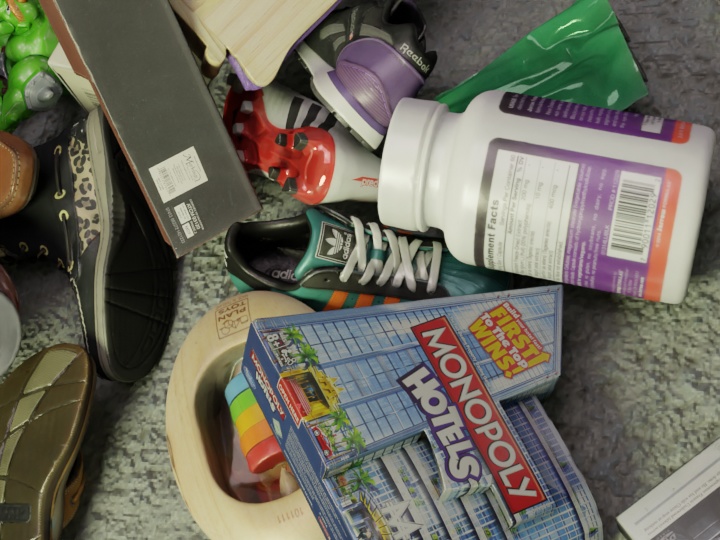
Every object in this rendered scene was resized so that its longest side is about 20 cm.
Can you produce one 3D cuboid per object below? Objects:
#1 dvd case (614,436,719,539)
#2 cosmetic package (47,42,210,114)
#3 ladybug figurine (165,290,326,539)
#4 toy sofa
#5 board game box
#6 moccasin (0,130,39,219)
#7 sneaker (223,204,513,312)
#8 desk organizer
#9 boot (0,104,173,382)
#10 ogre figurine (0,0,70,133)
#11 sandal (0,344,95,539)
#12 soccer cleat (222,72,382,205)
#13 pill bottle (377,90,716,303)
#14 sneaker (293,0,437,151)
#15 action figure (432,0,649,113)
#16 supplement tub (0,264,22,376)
[{"bbox_3d":[0.259,0.173,0.872,0.150,0.025,0.201,-37,55,0],"label":"dvd case"},{"bbox_3d":[-0.147,-0.206,1.198,0.070,0.105,0.202,16,67,27],"label":"cosmetic package"},{"bbox_3d":[-0.055,0.104,1.005,0.134,0.072,0.202,-22,57,8],"label":"ladybug figurine"},{"bbox_3d":[-0.047,-0.220,1.107,0.098,0.083,0.200,45,83,-8],"label":"toy sofa"},{"bbox_3d":[0.059,0.094,0.932,0.198,0.062,0.201,-19,63,-23],"label":"board game box"},{"bbox_3d":[-0.314,-0.083,1.131,0.200,0.077,0.075,20,95,32],"label":"moccasin"},{"bbox_3d":[0.000,0.000,1.035,0.197,0.080,0.072,0,63,19],"label":"sneaker"},{"bbox_3d":[-0.148,-0.120,1.079,0.071,0.202,0.077,-29,22,-15],"label":"desk organizer"},{"bbox_3d":[-0.218,-0.009,1.141,0.152,0.073,0.206,-14,74,32],"label":"boot"},{"bbox_3d":[-0.277,-0.170,1.238,0.119,0.099,0.201,-20,26,26],"label":"ogre figurine"},{"bbox_3d":[-0.216,0.151,1.052,0.081,0.054,0.203,-1,76,25],"label":"sandal"},{"bbox_3d":[-0.043,-0.091,1.113,0.200,0.084,0.069,38,114,58],"label":"soccer cleat"},{"bbox_3d":[0.115,-0.051,0.978,0.197,0.112,0.113,11,66,12],"label":"pill bottle"},{"bbox_3d":[0.009,-0.154,1.088,0.088,0.076,0.200,-44,26,9],"label":"sneaker"},{"bbox_3d":[0.097,-0.108,1.069,0.198,0.055,0.119,-28,45,18],"label":"action figure"},{"bbox_3d":[-0.305,0.024,1.093,0.107,0.107,0.199,-52,35,-12],"label":"supplement tub"}]
